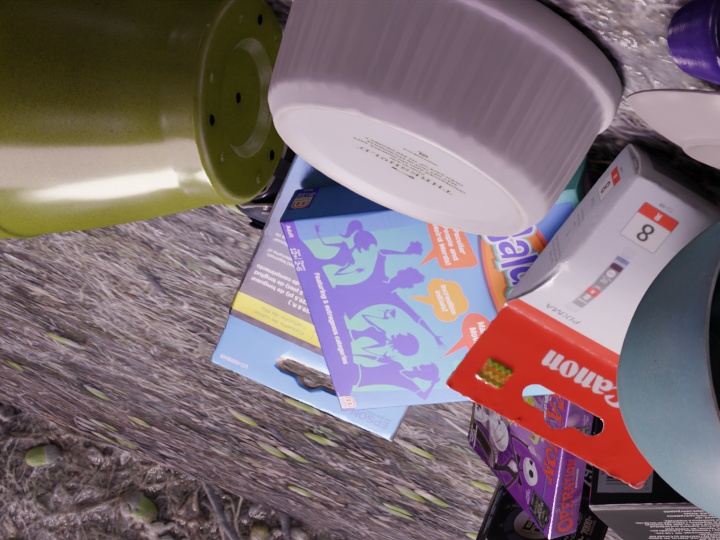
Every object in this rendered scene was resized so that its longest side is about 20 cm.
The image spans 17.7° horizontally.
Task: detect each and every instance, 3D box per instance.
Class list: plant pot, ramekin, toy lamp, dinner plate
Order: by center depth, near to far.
[{"bbox_3d":[0.213,-0.113,1.039,0.058,0.058,0.200,31,164,-26],"label":"toy lamp"},{"bbox_3d":[0.232,-0.059,1.176,0.200,0.024,0.200,13,176,1],"label":"dinner plate"},{"bbox_3d":[0.040,-0.096,1.308,0.202,0.094,0.202,22,166,6],"label":"ramekin"},{"bbox_3d":[0.225,0.061,1.323,0.200,0.200,0.135,31,154,-27],"label":"plant pot"},{"bbox_3d":[-0.153,-0.110,1.427,0.193,0.201,0.200,4,159,23],"label":"plant pot"}]

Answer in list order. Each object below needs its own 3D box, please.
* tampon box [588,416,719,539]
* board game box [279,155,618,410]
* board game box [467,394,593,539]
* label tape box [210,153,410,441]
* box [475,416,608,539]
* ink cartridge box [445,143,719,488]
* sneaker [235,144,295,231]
[{"bbox_3d":[0.253,0.126,1.614,0.126,0.150,0.200,-2,156,23],"label":"tampon box"},{"bbox_3d":[0.064,0.011,1.485,0.200,0.045,0.152,-7,120,21],"label":"board game box"},{"bbox_3d":[0.121,0.073,1.598,0.120,0.032,0.200,44,140,44],"label":"board game box"},{"bbox_3d":[0.000,0.000,1.564,0.144,0.063,0.200,24,124,-2],"label":"label tape box"},{"bbox_3d":[0.161,0.149,1.805,0.086,0.200,0.164,21,167,3],"label":"box"},{"bbox_3d":[0.172,0.041,1.421,0.162,0.200,0.050,29,-159,-19],"label":"ink cartridge box"},{"bbox_3d":[0.001,-0.037,1.630,0.202,0.077,0.146,17,168,29],"label":"sneaker"}]
